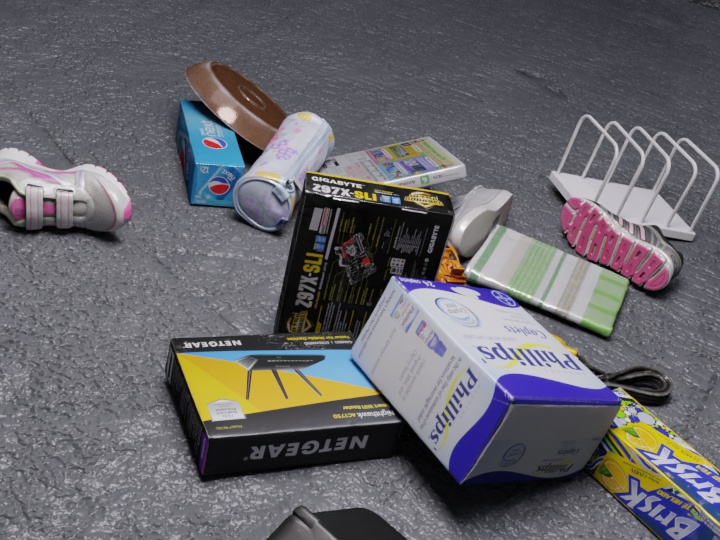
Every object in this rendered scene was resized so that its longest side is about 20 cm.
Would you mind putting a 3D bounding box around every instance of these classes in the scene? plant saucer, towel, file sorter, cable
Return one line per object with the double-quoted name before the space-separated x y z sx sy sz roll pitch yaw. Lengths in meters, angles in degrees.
"plant saucer" -0.168 -0.243 1.482 0.200 0.034 0.200 37 18 -14
"towel" 0.248 0.015 1.336 0.200 0.031 0.149 24 35 13
"file sorter" 0.423 -0.145 1.545 0.200 0.125 0.139 8 31 -21
"cable" 0.266 0.117 1.149 0.200 0.050 0.097 12 32 0

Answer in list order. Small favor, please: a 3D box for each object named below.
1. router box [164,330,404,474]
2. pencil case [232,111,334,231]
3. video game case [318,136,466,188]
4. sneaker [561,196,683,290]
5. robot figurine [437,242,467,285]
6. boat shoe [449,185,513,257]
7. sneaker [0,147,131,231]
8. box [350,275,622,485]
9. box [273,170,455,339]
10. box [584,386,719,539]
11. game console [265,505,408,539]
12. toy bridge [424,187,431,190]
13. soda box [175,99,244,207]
"router box" -0.077 0.125 0.997 0.200 0.051 0.149 -1 34 -26
"pencil case" -0.100 -0.138 1.356 0.083 0.091 0.200 38 36 -9
"video game case" 0.034 -0.140 1.400 0.182 0.022 0.200 -13 20 -6
"sneaker" 0.374 -0.041 1.432 0.087 0.074 0.200 -9 37 -43
"robot figurine" 0.055 -0.035 1.302 0.145 0.058 0.200 1 34 -24
"boat shoe" 0.152 -0.078 1.399 0.068 0.072 0.200 21 32 19
"sneaker" -0.370 -0.082 1.197 0.200 0.082 0.088 12 31 12
"box" 0.125 0.108 1.010 0.184 0.105 0.200 8 29 -43
"box" 0.000 0.000 1.088 0.159 0.200 0.049 9 33 -8
"box" 0.299 0.207 1.006 0.070 0.064 0.200 -11 39 -36
"game console" 0.008 0.289 0.803 0.200 0.116 0.176 34 67 31
"toy bridge" 0.083 -0.110 1.430 0.067 0.027 0.200 47 4 -23
"soda box" -0.211 -0.166 1.400 0.068 0.064 0.200 2 32 -18
